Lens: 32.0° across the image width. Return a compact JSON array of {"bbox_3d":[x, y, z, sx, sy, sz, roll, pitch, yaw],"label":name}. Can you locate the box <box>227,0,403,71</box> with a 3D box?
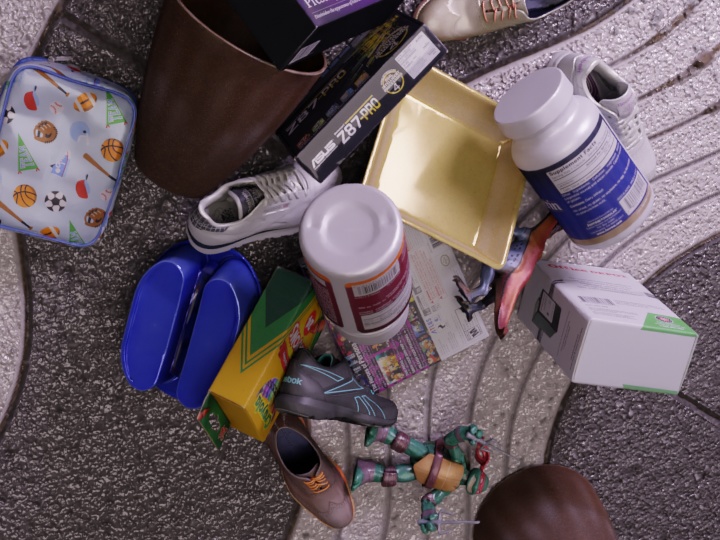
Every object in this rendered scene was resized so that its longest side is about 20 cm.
[{"bbox_3d":[-0.050,-0.310,1.309,0.141,0.200,0.079,51,131,3],"label":"box"}]

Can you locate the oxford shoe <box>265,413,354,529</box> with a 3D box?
[{"bbox_3d":[-0.065,0.258,1.576,0.071,0.073,0.201,-34,112,-1],"label":"oxford shoe"}]

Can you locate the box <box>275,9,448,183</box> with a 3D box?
[{"bbox_3d":[-0.005,-0.200,1.394,0.049,0.161,0.200,42,96,-21],"label":"box"}]

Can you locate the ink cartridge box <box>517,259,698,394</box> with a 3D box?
[{"bbox_3d":[0.296,0.065,1.532,0.145,0.200,0.085,8,109,-15],"label":"ink cartridge box"}]

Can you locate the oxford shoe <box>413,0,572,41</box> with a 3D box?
[{"bbox_3d":[0.158,-0.310,1.443,0.198,0.074,0.071,-21,111,-6],"label":"oxford shoe"}]

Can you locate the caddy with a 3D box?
[{"bbox_3d":[-0.197,0.063,1.468,0.140,0.105,0.202,19,104,6],"label":"caddy"}]

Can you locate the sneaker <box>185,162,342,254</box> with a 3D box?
[{"bbox_3d":[-0.104,-0.081,1.430,0.199,0.081,0.077,-27,74,-21],"label":"sneaker"}]

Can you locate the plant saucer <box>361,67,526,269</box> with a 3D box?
[{"bbox_3d":[0.098,-0.121,1.468,0.199,0.048,0.202,25,66,-19],"label":"plant saucer"}]

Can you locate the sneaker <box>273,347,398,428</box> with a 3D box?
[{"bbox_3d":[-0.018,0.143,1.493,0.199,0.075,0.080,18,78,-50],"label":"sneaker"}]

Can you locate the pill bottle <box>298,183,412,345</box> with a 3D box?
[{"bbox_3d":[0.000,0.000,1.400,0.113,0.115,0.200,-23,153,-5],"label":"pill bottle"}]

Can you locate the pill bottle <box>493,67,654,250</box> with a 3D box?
[{"bbox_3d":[0.247,-0.130,1.459,0.116,0.116,0.200,-40,115,2],"label":"pill bottle"}]

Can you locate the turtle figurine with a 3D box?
[{"bbox_3d":[0.095,0.258,1.601,0.198,0.101,0.151,15,89,-2],"label":"turtle figurine"}]

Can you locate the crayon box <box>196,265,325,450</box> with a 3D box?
[{"bbox_3d":[-0.111,0.112,1.448,0.050,0.127,0.201,23,71,15],"label":"crayon box"}]

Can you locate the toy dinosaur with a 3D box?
[{"bbox_3d":[0.197,-0.006,1.515,0.181,0.200,0.105,-31,139,-9],"label":"toy dinosaur"}]

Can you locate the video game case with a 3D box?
[{"bbox_3d":[0.043,0.035,1.549,0.180,0.036,0.201,-27,112,-3],"label":"video game case"}]

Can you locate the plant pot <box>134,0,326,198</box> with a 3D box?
[{"bbox_3d":[-0.165,-0.187,1.368,0.186,0.187,0.201,24,117,-19],"label":"plant pot"}]

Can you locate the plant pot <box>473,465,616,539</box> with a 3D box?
[{"bbox_3d":[0.265,0.381,1.622,0.185,0.200,0.189,-4,108,-13],"label":"plant pot"}]

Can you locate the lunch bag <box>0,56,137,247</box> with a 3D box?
[{"bbox_3d":[-0.338,-0.135,1.385,0.159,0.076,0.202,16,104,-15],"label":"lunch bag"}]

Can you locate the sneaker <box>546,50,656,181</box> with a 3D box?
[{"bbox_3d":[0.300,-0.177,1.504,0.075,0.099,0.200,-48,113,-13],"label":"sneaker"}]
